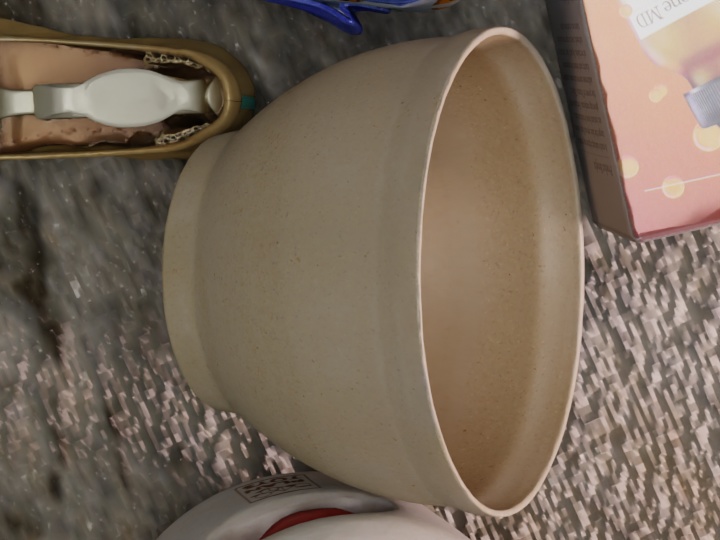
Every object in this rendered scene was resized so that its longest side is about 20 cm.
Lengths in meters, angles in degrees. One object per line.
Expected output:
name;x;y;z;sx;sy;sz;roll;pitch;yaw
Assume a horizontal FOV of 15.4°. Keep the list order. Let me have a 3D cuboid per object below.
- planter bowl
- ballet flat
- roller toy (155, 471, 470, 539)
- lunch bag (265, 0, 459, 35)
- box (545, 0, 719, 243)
planter bowl;0.000;0.000;1.119;0.134;0.200;0.201;0;96;22
ballet flat;-0.145;-0.078;1.153;0.199;0.063;0.069;-3;95;-3
roller toy;-0.015;0.180;1.147;0.182;0.140;0.200;34;88;-16
lunch bag;-0.031;-0.187;1.124;0.200;0.076;0.161;11;91;13
box;0.159;-0.127;1.148;0.152;0.106;0.200;-14;96;-3
